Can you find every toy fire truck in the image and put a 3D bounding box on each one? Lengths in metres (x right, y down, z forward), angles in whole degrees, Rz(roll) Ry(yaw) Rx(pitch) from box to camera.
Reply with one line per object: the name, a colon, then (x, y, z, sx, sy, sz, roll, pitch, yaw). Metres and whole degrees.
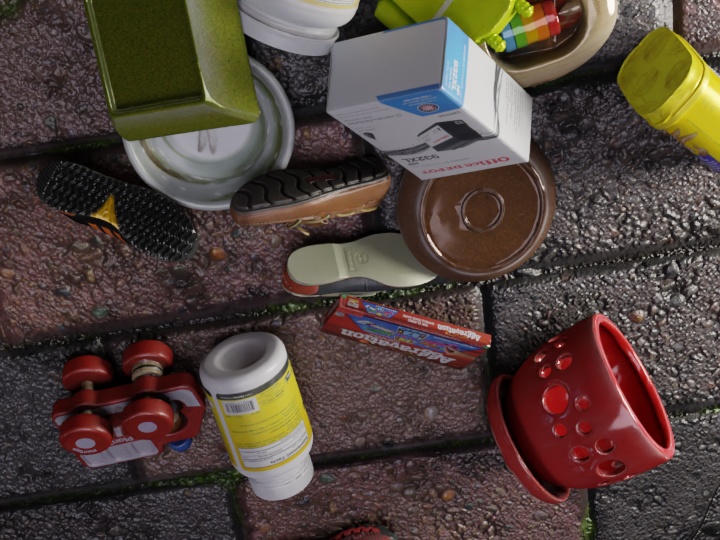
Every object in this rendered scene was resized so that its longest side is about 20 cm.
toy fire truck: (-0.293, 0.189, 1.537, 0.198, 0.113, 0.169, -13, 142, 5)

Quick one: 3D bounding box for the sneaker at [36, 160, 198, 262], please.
sneaker: (-0.282, -0.071, 1.397, 0.198, 0.090, 0.071, 25, 87, -10)

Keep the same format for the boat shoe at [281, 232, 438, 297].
boat shoe: (0.000, 0.000, 1.459, 0.197, 0.072, 0.063, -5, 157, -15)

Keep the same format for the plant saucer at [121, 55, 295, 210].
plant saucer: (-0.174, -0.169, 1.366, 0.197, 0.050, 0.202, -1, 119, -2)

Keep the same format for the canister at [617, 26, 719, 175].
canister: (0.398, -0.170, 1.336, 0.199, 0.149, 0.087, 33, 113, -21)

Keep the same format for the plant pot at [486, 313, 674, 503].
plant pot: (0.272, 0.182, 1.498, 0.182, 0.201, 0.201, -31, 116, 23)

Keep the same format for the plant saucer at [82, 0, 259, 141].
plant saucer: (-0.214, -0.240, 1.247, 0.198, 0.048, 0.202, -3, 104, 33)

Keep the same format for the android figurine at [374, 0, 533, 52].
android figurine: (0.094, -0.316, 1.251, 0.200, 0.041, 0.183, 43, 112, 12)

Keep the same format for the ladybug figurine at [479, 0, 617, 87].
ladybug figurine: (0.182, -0.276, 1.310, 0.198, 0.072, 0.137, -14, 118, 5)

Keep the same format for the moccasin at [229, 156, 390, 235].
moccasin: (-0.059, -0.080, 1.381, 0.200, 0.074, 0.078, -18, 137, -33)

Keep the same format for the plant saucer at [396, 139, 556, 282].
plant saucer: (0.143, -0.076, 1.418, 0.198, 0.035, 0.203, -2, 109, -7)

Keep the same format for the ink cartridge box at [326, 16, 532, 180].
ink cartridge box: (0.078, -0.178, 1.273, 0.144, 0.085, 0.199, -7, 159, 33)

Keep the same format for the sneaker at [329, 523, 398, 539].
sneaker: (-0.039, 0.419, 1.665, 0.198, 0.098, 0.072, -15, 117, 4)

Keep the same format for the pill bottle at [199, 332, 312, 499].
pill bottle: (-0.126, 0.190, 1.519, 0.111, 0.113, 0.202, -13, 119, 5)

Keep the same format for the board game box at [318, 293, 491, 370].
board game box: (0.054, 0.079, 1.494, 0.198, 0.020, 0.103, 16, 157, -11)

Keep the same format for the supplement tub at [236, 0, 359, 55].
supplement tub: (-0.054, -0.341, 1.223, 0.144, 0.146, 0.202, 17, 116, -11)
